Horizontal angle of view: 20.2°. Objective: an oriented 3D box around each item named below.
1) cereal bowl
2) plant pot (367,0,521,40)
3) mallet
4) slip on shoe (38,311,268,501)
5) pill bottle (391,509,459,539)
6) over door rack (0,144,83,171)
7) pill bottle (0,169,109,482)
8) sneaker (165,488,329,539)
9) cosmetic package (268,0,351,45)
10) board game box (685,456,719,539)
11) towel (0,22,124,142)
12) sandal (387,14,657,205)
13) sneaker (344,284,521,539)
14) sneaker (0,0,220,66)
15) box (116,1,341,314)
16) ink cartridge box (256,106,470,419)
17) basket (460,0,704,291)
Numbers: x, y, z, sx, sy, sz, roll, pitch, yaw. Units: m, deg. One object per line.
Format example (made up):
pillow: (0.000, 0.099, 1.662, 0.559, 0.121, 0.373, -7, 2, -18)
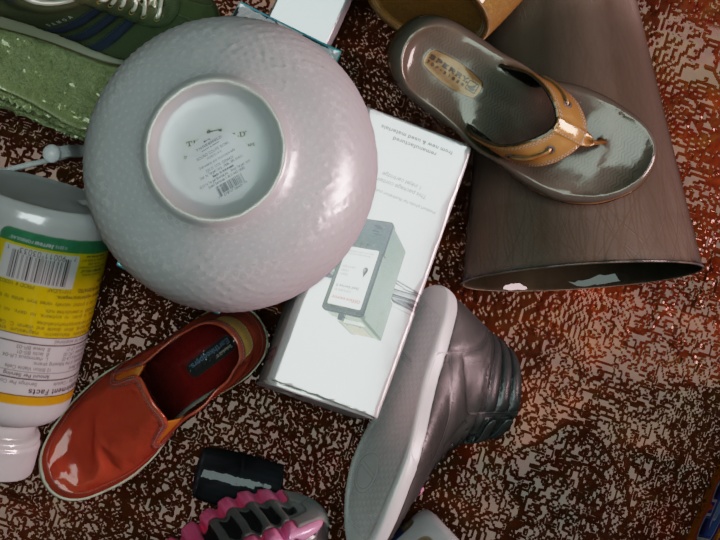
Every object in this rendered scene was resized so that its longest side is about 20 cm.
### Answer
cereal bowl: (-0.089, -0.074, 1.328, 0.198, 0.083, 0.202, 0, 84, 4)
plant pot: (0.077, -0.262, 1.413, 0.185, 0.187, 0.201, 23, 67, -2)
mallet: (-0.116, 0.226, 1.465, 0.065, 0.041, 0.202, 21, 88, -3)
slip on shoe: (-0.153, 0.094, 1.449, 0.199, 0.061, 0.074, -36, 86, 9)
pill bottle: (0.009, 0.274, 1.430, 0.200, 0.111, 0.111, -41, 89, -6)
over door rack: (-0.265, -0.139, 1.466, 0.198, 0.067, 0.149, -15, 86, -5)
pill bottle: (-0.247, 0.040, 1.417, 0.112, 0.113, 0.202, 15, 102, -3)
sneaker: (-0.105, 0.229, 1.425, 0.199, 0.079, 0.096, -27, 116, 1)
cosmetic package: (-0.049, -0.163, 1.475, 0.050, 0.083, 0.201, 24, 85, -1)
board game box: (0.347, 0.209, 1.415, 0.198, 0.200, 0.201, 24, 84, -1)
towel: (-0.204, -0.166, 1.433, 0.199, 0.036, 0.150, 22, 70, -18)
sandal: (0.111, -0.109, 1.359, 0.199, 0.055, 0.082, 32, 88, -10)
sneaker: (0.058, 0.121, 1.445, 0.099, 0.070, 0.202, 29, 72, -31)
sneaker: (-0.180, -0.191, 1.378, 0.198, 0.090, 0.068, 10, 72, -22)
box: (-0.091, -0.076, 1.400, 0.082, 0.049, 0.201, 25, 87, -4)
ink cartridge box: (0.000, 0.000, 1.434, 0.083, 0.145, 0.202, 20, 85, -4)
basket: (0.151, -0.094, 1.462, 0.178, 0.136, 0.202, -3, 82, -12)
